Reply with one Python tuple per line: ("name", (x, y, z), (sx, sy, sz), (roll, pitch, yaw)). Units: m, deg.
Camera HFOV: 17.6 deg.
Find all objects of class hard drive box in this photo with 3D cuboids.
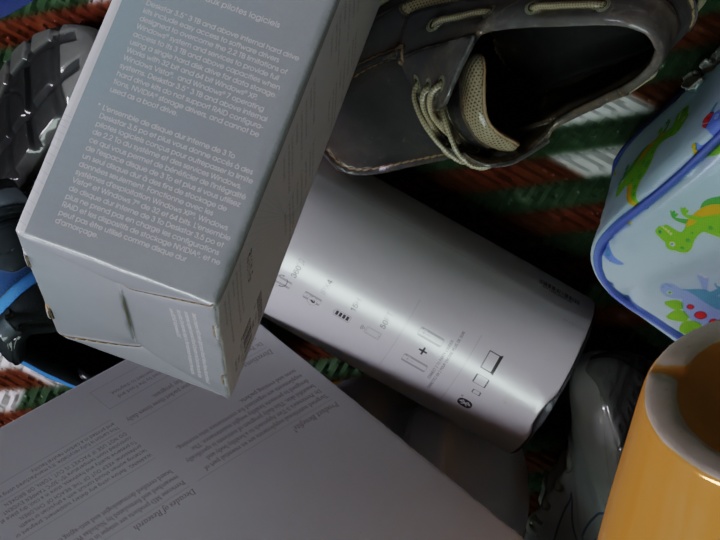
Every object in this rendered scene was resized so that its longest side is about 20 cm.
("hard drive box", (-0.050, -0.071, 0.870), (0.076, 0.201, 0.156), (20, 165, 3))

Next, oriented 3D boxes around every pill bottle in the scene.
("pill bottle", (-0.024, 0.113, 1.133), (0.199, 0.112, 0.112), (-13, 126, 32))

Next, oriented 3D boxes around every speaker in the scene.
("speaker", (0.000, 0.000, 1.035), (0.199, 0.081, 0.081), (29, 136, -4))

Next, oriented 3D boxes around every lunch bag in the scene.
("lunch bag", (0.203, -0.007, 0.944), (0.200, 0.083, 0.161), (33, 135, -11))

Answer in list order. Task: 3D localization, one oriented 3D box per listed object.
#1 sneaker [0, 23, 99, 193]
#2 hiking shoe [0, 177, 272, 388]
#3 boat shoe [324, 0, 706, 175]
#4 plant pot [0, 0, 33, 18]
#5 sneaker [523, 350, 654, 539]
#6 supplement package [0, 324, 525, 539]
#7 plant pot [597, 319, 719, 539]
("sneaker", (-0.144, -0.039, 1.084), (0.079, 0.076, 0.200), (13, 139, -24))
("hiking shoe", (-0.109, 0.028, 1.052), (0.200, 0.087, 0.074), (17, 124, -48))
("boat shoe", (0.049, -0.083, 0.941), (0.200, 0.073, 0.074), (-27, 117, 39))
("plant pot", (-0.188, -0.191, 0.861), (0.199, 0.180, 0.200), (24, 138, -1))
("sneaker", (0.115, 0.117, 1.112), (0.087, 0.075, 0.201), (8, 134, 24))
("supplement package", (-0.062, 0.154, 0.965), (0.200, 0.191, 0.148), (38, 133, 24))
("plant pot", (0.170, 0.124, 0.915), (0.199, 0.200, 0.184), (8, 123, 16))
